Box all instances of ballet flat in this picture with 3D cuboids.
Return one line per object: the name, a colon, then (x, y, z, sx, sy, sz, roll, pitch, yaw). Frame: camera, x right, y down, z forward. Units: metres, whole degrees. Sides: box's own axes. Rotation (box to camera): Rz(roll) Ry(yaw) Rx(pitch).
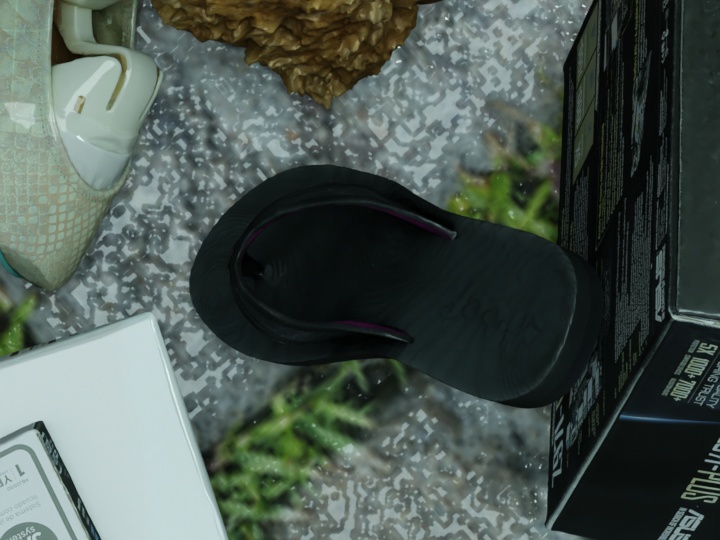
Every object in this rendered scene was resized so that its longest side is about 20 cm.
ballet flat: (-0.102, -0.093, 1.046, 0.062, 0.067, 0.201, -1, 86, 31)

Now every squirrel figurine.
squirrel figurine: (0.012, -0.150, 1.002, 0.141, 0.187, 0.200, 37, 85, -2)

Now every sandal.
sandal: (0.001, -0.001, 1.001, 0.048, 0.200, 0.076, 21, 82, -42)

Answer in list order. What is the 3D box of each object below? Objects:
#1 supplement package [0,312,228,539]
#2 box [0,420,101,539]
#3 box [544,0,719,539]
supplement package: (-0.144, 0.116, 0.996, 0.199, 0.151, 0.153, -18, 90, -5)
box: (-0.108, 0.162, 0.892, 0.116, 0.060, 0.201, -27, 92, -5)
box: (0.126, -0.025, 0.980, 0.086, 0.164, 0.201, 9, 59, -8)
